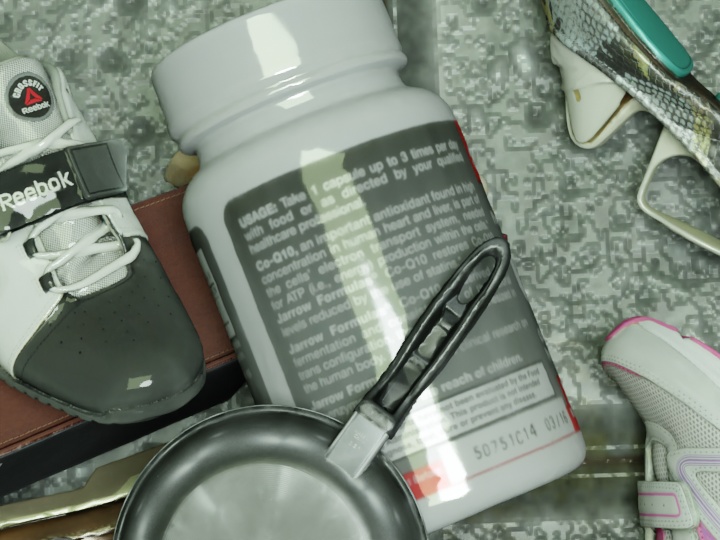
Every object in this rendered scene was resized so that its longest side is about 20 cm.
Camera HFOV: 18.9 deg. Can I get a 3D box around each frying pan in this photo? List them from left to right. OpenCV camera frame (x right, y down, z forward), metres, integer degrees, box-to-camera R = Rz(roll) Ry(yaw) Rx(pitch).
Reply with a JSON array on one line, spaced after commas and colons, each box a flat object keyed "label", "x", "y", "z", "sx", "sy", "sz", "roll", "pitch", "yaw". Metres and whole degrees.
[{"label": "frying pan", "x": -0.001, "y": 0.085, "z": 0.755, "sx": 0.189, "sy": 0.031, "sz": 0.115, "roll": -32, "pitch": 84, "yaw": 2}]

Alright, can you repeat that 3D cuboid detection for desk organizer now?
[{"label": "desk organizer", "x": -0.136, "y": 0.039, "z": 0.857, "sx": 0.199, "sy": 0.072, "sz": 0.077, "roll": -22, "pitch": 77, "yaw": -34}]

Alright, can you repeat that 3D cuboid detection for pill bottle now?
[{"label": "pill bottle", "x": 0.000, "y": 0.000, "z": 0.832, "sx": 0.113, "sy": 0.114, "sz": 0.201, "roll": -21, "pitch": 86, "yaw": -3}]

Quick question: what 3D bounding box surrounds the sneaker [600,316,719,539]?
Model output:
[{"label": "sneaker", "x": 0.148, "y": 0.114, "z": 0.883, "sx": 0.088, "sy": 0.081, "sz": 0.201, "roll": -30, "pitch": 82, "yaw": -6}]

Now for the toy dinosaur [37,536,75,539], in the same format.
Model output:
[{"label": "toy dinosaur", "x": -0.049, "y": 0.153, "z": 0.870, "sx": 0.106, "sy": 0.061, "sz": 0.200, "roll": -36, "pitch": 112, "yaw": 21}]

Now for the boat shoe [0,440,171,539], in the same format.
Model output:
[{"label": "boat shoe", "x": -0.133, "y": 0.130, "z": 0.887, "sx": 0.199, "sy": 0.072, "sz": 0.068, "roll": -22, "pitch": 81, "yaw": -3}]

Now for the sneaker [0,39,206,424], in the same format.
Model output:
[{"label": "sneaker", "x": -0.125, "y": -0.028, "z": 0.807, "sx": 0.074, "sy": 0.089, "sz": 0.200, "roll": -25, "pitch": 55, "yaw": -28}]

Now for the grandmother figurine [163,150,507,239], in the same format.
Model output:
[{"label": "grandmother figurine", "x": 0.012, "y": 0.008, "z": 0.915, "sx": 0.121, "sy": 0.061, "sz": 0.200, "roll": -41, "pitch": 86, "yaw": 15}]

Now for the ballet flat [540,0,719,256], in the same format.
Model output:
[{"label": "ballet flat", "x": 0.129, "y": -0.064, "z": 0.920, "sx": 0.200, "sy": 0.072, "sz": 0.072, "roll": 45, "pitch": 84, "yaw": 7}]
